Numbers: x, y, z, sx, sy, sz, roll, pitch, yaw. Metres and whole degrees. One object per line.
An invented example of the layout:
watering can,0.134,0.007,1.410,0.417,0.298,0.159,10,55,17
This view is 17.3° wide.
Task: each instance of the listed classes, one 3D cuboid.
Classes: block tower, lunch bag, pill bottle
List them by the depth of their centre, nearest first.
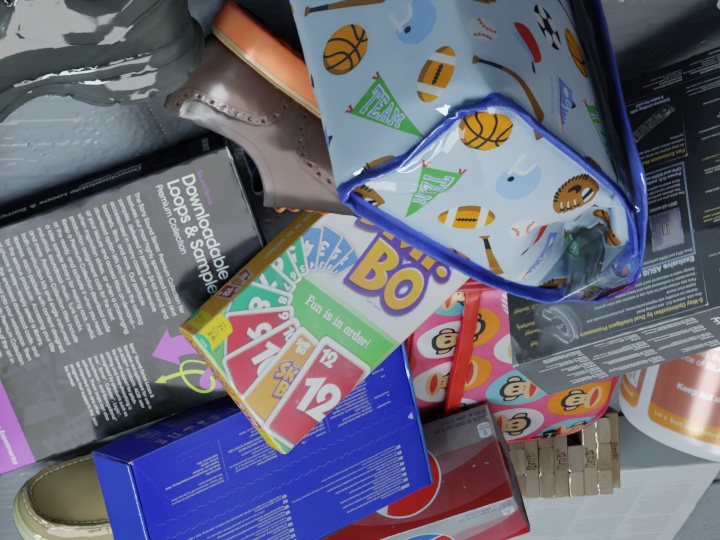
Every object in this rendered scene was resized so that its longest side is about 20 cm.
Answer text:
lunch bag,0.070,-0.090,1.198,0.123,0.171,0.200,-28,144,24
pill bottle,0.228,0.003,1.398,0.111,0.112,0.202,2,112,-27
lunch bag,0.075,0.034,1.462,0.174,0.082,0.201,-6,146,-9
block tower,0.074,0.123,1.568,0.198,0.058,0.054,-4,-173,-8

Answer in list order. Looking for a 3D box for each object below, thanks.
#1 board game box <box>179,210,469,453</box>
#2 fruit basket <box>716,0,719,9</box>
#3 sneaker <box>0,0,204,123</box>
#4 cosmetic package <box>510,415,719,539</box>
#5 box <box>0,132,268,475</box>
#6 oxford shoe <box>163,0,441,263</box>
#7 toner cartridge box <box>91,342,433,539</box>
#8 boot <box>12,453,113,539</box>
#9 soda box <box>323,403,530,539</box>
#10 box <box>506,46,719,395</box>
board game box,0.000,0.000,1.315,0.200,0.030,0.096,-45,120,-14
fruit basket,0.300,-0.203,1.235,0.198,0.094,0.186,4,143,-3
sneaker,-0.177,-0.118,1.146,0.198,0.076,0.091,-19,137,-11
cosmetic package,0.142,0.167,1.701,0.198,0.052,0.151,-2,141,-21
box,-0.143,0.020,1.317,0.198,0.036,0.144,-18,114,2
oxford shoe,-0.019,-0.057,1.247,0.200,0.071,0.073,39,94,-25
toner cartridge box,-0.053,0.114,1.363,0.199,0.043,0.096,-22,109,-34
boot,-0.114,0.107,1.482,0.198,0.072,0.155,-7,146,-24
soda box,0.000,0.153,1.471,0.198,0.071,0.064,-18,150,6
box,0.174,-0.034,1.296,0.199,0.159,0.050,-18,148,25
